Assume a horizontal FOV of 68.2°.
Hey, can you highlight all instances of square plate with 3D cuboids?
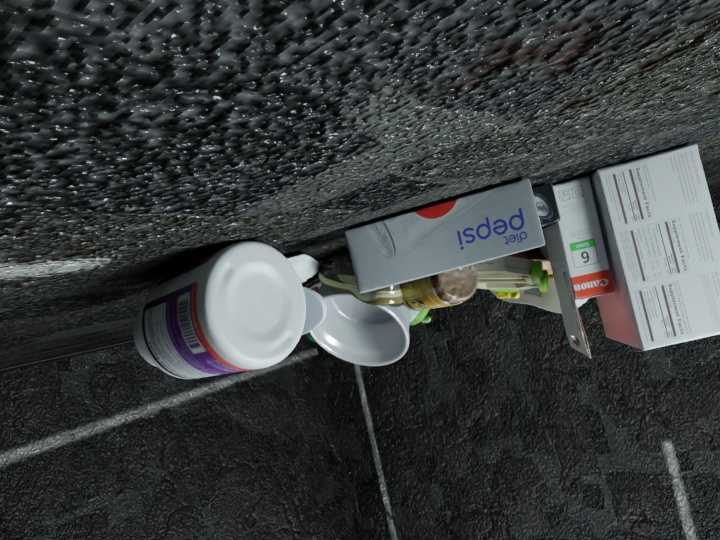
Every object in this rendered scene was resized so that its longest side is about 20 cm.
[{"bbox_3d":[-0.156,0.018,0.745,0.192,0.029,0.200,-14,177,1],"label":"square plate"}]

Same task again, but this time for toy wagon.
[{"bbox_3d":[0.205,0.010,0.808,0.151,0.041,0.199,0,170,27],"label":"toy wagon"}]

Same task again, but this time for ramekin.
[{"bbox_3d":[0.003,0.078,0.989,0.196,0.202,0.099,-15,-142,32],"label":"ramekin"}]

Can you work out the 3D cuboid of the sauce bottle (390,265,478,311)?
[{"bbox_3d":[0.086,0.022,0.729,0.064,0.068,0.199,-12,176,-19],"label":"sauce bottle"}]

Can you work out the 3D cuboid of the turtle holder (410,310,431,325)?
[{"bbox_3d":[0.070,0.050,1.114,0.129,0.145,0.185,-1,154,-32],"label":"turtle holder"}]

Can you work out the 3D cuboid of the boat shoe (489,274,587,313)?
[{"bbox_3d":[0.302,0.020,0.927,0.067,0.074,0.198,-5,-169,-36],"label":"boat shoe"}]

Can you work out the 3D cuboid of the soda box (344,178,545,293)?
[{"bbox_3d":[0.086,-0.033,0.560,0.194,0.070,0.063,-14,178,12],"label":"soda box"}]

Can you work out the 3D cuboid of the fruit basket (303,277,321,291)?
[{"bbox_3d":[-0.137,0.070,1.097,0.196,0.096,0.185,-23,170,-16],"label":"fruit basket"}]

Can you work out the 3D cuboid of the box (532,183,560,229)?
[{"bbox_3d":[0.135,-0.051,0.681,0.194,0.045,0.160,-14,176,5],"label":"box"}]

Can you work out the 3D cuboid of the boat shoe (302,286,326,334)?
[{"bbox_3d":[-0.130,0.061,0.751,0.195,0.072,0.066,-15,-176,21],"label":"boat shoe"}]

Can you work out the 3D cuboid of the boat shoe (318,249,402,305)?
[{"bbox_3d":[-0.001,0.000,0.764,0.070,0.068,0.200,2,-171,-28],"label":"boat shoe"}]

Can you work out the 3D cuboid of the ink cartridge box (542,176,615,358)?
[{"bbox_3d":[0.272,-0.003,0.662,0.049,0.206,0.109,-13,177,10],"label":"ink cartridge box"}]

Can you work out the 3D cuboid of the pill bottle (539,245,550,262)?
[{"bbox_3d":[0.369,-0.064,0.829,0.196,0.117,0.113,-11,176,-39],"label":"pill bottle"}]

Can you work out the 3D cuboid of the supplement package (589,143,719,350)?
[{"bbox_3d":[0.348,-0.024,0.647,0.108,0.206,0.156,-13,177,11],"label":"supplement package"}]

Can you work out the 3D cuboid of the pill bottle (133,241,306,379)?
[{"bbox_3d":[-0.153,0.049,0.534,0.110,0.115,0.197,-10,175,-45],"label":"pill bottle"}]

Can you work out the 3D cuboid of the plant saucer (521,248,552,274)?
[{"bbox_3d":[0.269,-0.031,0.922,0.194,0.033,0.201,6,-165,-2],"label":"plant saucer"}]

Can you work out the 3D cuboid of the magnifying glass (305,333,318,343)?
[{"bbox_3d":[-0.050,0.064,1.085,0.022,0.080,0.201,-20,-154,44],"label":"magnifying glass"}]
